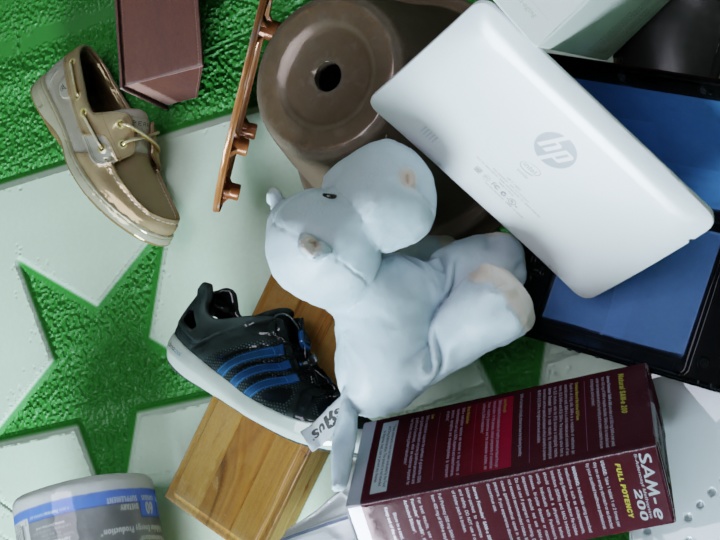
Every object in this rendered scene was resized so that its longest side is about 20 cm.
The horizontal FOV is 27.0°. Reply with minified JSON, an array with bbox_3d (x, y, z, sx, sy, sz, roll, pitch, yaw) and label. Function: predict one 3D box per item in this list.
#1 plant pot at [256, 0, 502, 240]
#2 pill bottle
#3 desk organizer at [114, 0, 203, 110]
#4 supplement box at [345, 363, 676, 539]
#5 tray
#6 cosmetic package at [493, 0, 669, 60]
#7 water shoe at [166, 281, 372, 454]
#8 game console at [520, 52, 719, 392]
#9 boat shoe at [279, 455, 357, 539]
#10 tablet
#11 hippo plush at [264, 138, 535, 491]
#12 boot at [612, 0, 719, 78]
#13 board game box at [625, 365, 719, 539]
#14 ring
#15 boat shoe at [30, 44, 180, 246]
[{"bbox_3d":[0.013,-0.118,1.070,0.198,0.174,0.203,-5,79,27],"label":"plant pot"},{"bbox_3d":[-0.198,0.266,1.152,0.113,0.114,0.202,-18,75,23],"label":"pill bottle"},{"bbox_3d":[-0.153,-0.244,1.233,0.076,0.072,0.202,-10,78,23],"label":"desk organizer"},{"bbox_3d":[0.097,0.128,0.968,0.198,0.109,0.061,-14,112,13],"label":"supplement box"},{"bbox_3d":[-0.065,0.109,1.153,0.098,0.037,0.201,28,96,28],"label":"tray"},{"bbox_3d":[0.130,-0.200,0.938,0.085,0.200,0.108,-43,79,20],"label":"cosmetic package"},{"bbox_3d":[-0.061,0.068,1.092,0.199,0.071,0.080,24,95,32],"label":"water shoe"},{"bbox_3d":[0.169,-0.033,0.983,0.199,0.118,0.174,16,83,38],"label":"game console"},{"bbox_3d":[0.022,0.158,1.088,0.199,0.074,0.066,-25,67,11],"label":"boat shoe"},{"bbox_3d":[0.110,-0.069,0.934,0.200,0.014,0.130,41,141,-11],"label":"tablet"},{"bbox_3d":[0.000,0.000,0.994,0.199,0.161,0.159,-38,23,-3],"label":"hippo plush"},{"bbox_3d":[0.175,-0.193,1.059,0.199,0.077,0.140,20,96,29],"label":"boot"},{"bbox_3d":[0.274,0.102,0.986,0.198,0.026,0.202,-4,81,27],"label":"board game box"},{"bbox_3d":[-0.079,-0.140,1.124,0.019,0.200,0.203,13,88,-5],"label":"ring"},{"bbox_3d":[-0.202,-0.108,1.234,0.069,0.074,0.200,-47,64,19],"label":"boat shoe"}]
